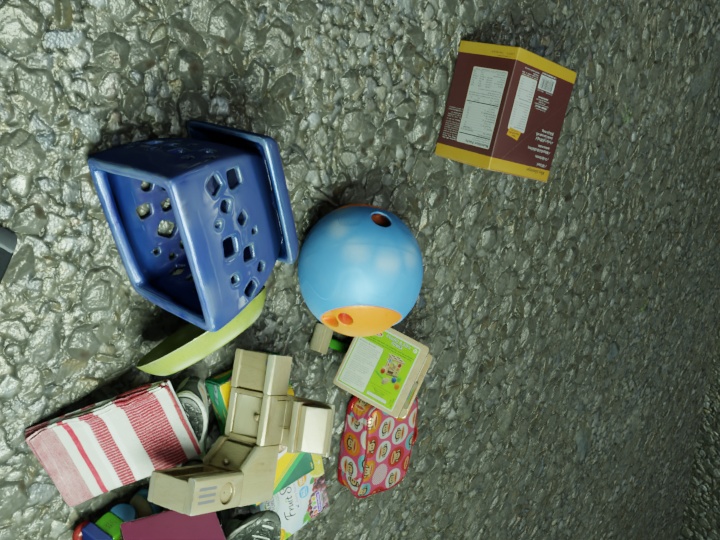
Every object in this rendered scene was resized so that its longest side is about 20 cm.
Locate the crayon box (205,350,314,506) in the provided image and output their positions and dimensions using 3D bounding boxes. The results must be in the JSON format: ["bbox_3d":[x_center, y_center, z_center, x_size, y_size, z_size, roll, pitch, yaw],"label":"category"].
[{"bbox_3d":[-0.157,0.246,1.108,0.117,0.058,0.205,-23,104,-34],"label":"crayon box"}]

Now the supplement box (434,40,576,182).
[{"bbox_3d":[0.263,-0.284,1.270,0.194,0.131,0.205,2,107,-44],"label":"supplement box"}]

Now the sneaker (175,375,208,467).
[{"bbox_3d":[-0.256,0.248,1.045,0.072,0.080,0.204,12,119,-5],"label":"sneaker"}]

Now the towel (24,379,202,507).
[{"bbox_3d":[-0.329,0.237,0.948,0.195,0.023,0.147,-20,124,-7],"label":"towel"}]

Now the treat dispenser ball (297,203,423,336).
[{"bbox_3d":[0.000,0.000,1.091,0.198,0.199,0.206,-19,120,-36],"label":"treat dispenser ball"}]

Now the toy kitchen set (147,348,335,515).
[{"bbox_3d":[-0.150,0.215,0.940,0.179,0.159,0.206,17,79,-59],"label":"toy kitchen set"}]

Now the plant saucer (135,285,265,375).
[{"bbox_3d":[-0.206,0.085,0.938,0.198,0.199,0.032,-35,100,-28],"label":"plant saucer"}]

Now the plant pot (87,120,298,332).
[{"bbox_3d":[-0.196,-0.073,0.883,0.179,0.197,0.204,-36,129,-35],"label":"plant pot"}]

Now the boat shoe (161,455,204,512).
[{"bbox_3d":[-0.258,0.364,1.025,0.070,0.061,0.206,17,113,-5],"label":"boat shoe"}]

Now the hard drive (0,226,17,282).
[{"bbox_3d":[-0.478,-0.011,0.741,0.198,0.042,0.138,26,88,-46],"label":"hard drive"}]

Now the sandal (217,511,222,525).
[{"bbox_3d":[-0.244,0.400,1.114,0.075,0.044,0.205,-60,165,-74],"label":"sandal"}]

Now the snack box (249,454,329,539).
[{"bbox_3d":[-0.132,0.367,1.229,0.140,0.052,0.205,-26,123,-32],"label":"snack box"}]

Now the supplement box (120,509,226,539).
[{"bbox_3d":[-0.254,0.435,0.964,0.128,0.103,0.205,-9,122,-27],"label":"supplement box"}]

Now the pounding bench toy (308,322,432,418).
[{"bbox_3d":[0.014,0.158,1.236,0.127,0.196,0.156,-63,167,-7],"label":"pounding bench toy"}]

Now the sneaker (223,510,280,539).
[{"bbox_3d":[-0.185,0.421,1.124,0.073,0.081,0.201,22,135,-20],"label":"sneaker"}]

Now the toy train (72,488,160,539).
[{"bbox_3d":[-0.348,0.429,1.042,0.115,0.083,0.205,-37,141,-48],"label":"toy train"}]

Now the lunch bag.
[{"bbox_3d":[0.045,0.326,1.361,0.173,0.081,0.206,-5,111,-43],"label":"lunch bag"}]
